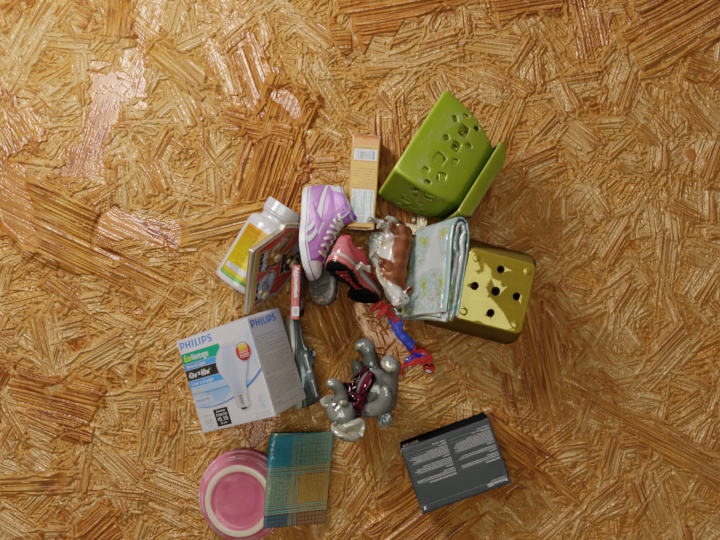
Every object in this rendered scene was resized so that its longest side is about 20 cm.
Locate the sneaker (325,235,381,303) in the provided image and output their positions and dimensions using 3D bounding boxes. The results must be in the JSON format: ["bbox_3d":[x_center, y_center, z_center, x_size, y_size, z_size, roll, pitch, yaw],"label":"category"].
[{"bbox_3d":[0.000,0.000,1.278,0.073,0.200,0.088,0,59,27],"label":"sneaker"}]

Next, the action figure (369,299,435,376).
[{"bbox_3d":[0.080,0.167,1.296,0.099,0.065,0.200,-45,111,-2],"label":"action figure"}]

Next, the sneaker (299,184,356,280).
[{"bbox_3d":[-0.065,-0.081,1.259,0.112,0.073,0.204,-1,79,10],"label":"sneaker"}]

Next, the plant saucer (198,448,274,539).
[{"bbox_3d":[-0.259,0.495,1.335,0.197,0.051,0.204,0,89,4],"label":"plant saucer"}]

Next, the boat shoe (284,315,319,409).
[{"bbox_3d":[-0.128,0.196,1.334,0.061,0.073,0.203,-5,86,-23],"label":"boat shoe"}]

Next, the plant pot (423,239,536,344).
[{"bbox_3d":[0.254,0.041,1.247,0.197,0.176,0.203,14,90,-1],"label":"plant pot"}]

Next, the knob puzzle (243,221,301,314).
[{"bbox_3d":[-0.161,-0.015,1.276,0.030,0.219,0.221,31,90,18],"label":"knob puzzle"}]

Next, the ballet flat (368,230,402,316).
[{"bbox_3d":[0.064,0.008,1.311,0.071,0.072,0.202,-26,87,2],"label":"ballet flat"}]

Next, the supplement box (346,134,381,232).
[{"bbox_3d":[0.006,-0.186,1.327,0.068,0.067,0.203,6,89,1],"label":"supplement box"}]

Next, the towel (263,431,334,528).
[{"bbox_3d":[-0.134,0.446,1.319,0.145,0.022,0.203,5,90,-21],"label":"towel"}]

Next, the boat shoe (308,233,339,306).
[{"bbox_3d":[-0.077,-0.020,1.326,0.073,0.073,0.203,2,76,11],"label":"boat shoe"}]

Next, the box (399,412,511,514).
[{"bbox_3d":[0.198,0.405,1.299,0.197,0.079,0.143,-19,85,2],"label":"box"}]

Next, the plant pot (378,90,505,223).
[{"bbox_3d":[0.170,-0.204,1.247,0.180,0.199,0.201,35,80,-3],"label":"plant pot"}]

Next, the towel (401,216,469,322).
[{"bbox_3d":[0.145,0.002,1.220,0.048,0.171,0.203,14,80,-24],"label":"towel"}]

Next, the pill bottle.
[{"bbox_3d":[-0.212,-0.051,1.313,0.110,0.111,0.202,32,91,3],"label":"pill bottle"}]

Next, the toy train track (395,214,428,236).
[{"bbox_3d":[0.127,-0.045,1.334,0.113,0.033,0.203,7,90,3],"label":"toy train track"}]

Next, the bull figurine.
[{"bbox_3d":[0.058,-0.021,1.240,0.121,0.065,0.202,33,51,-32],"label":"bull figurine"}]

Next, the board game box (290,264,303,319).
[{"bbox_3d":[-0.128,0.043,1.262,0.019,0.200,0.105,3,89,-3],"label":"board game box"}]

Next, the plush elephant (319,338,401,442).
[{"bbox_3d":[-0.011,0.260,1.271,0.153,0.164,0.203,-15,113,-22],"label":"plush elephant"}]

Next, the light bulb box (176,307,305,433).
[{"bbox_3d":[-0.247,0.206,1.274,0.196,0.124,0.203,-19,88,25],"label":"light bulb box"}]
